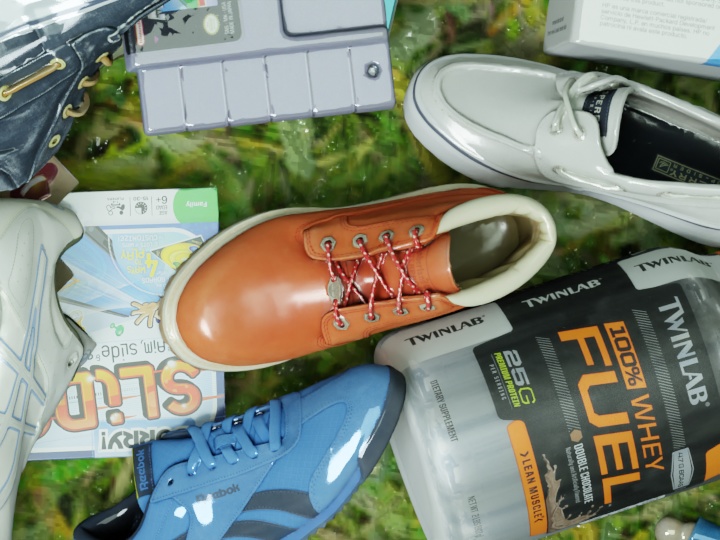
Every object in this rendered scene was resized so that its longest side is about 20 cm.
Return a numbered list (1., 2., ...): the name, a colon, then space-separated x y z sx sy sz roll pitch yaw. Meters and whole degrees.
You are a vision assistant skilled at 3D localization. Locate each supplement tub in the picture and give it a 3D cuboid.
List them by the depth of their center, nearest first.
1. supplement tub: 0.116 0.062 1.468 0.199 0.123 0.123 -18 93 -7

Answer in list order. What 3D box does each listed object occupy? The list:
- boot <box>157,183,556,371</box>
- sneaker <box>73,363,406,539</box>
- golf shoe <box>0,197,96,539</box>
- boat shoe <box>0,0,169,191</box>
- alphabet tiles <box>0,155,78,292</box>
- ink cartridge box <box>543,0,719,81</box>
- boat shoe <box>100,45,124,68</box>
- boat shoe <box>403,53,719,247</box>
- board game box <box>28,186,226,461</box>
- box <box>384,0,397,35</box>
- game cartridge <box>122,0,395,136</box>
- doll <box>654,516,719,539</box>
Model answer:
1. boot: 0.000 0.000 1.443 0.199 0.107 0.076 -18 98 -17
2. sneaker: -0.063 0.101 1.429 0.078 0.066 0.200 38 122 -20
3. golf shoe: -0.168 0.061 1.418 0.097 0.078 0.201 -9 110 -31
4. boat shoe: -0.142 -0.104 1.371 0.199 0.071 0.091 -23 120 -1
5. alphabet tiles: -0.238 -0.006 1.408 0.200 0.008 0.167 -45 119 -5
6. ink cartridge box: 0.182 -0.202 1.491 0.145 0.084 0.201 9 89 -7
7. boat shoe: -0.165 -0.119 1.442 0.200 0.076 0.072 -40 70 -11
8. boat shoe: 0.120 -0.069 1.477 0.199 0.066 0.072 23 65 4
9. board game box: -0.169 0.028 1.472 0.199 0.034 0.136 -3 91 -7
10. box: 0.004 -0.193 1.469 0.049 0.082 0.201 13 89 -7
11. game cartridge: -0.057 -0.171 1.408 0.129 0.038 0.201 -7 90 -8
12. doll: 0.168 0.197 1.514 0.199 0.048 0.137 -15 84 -13
